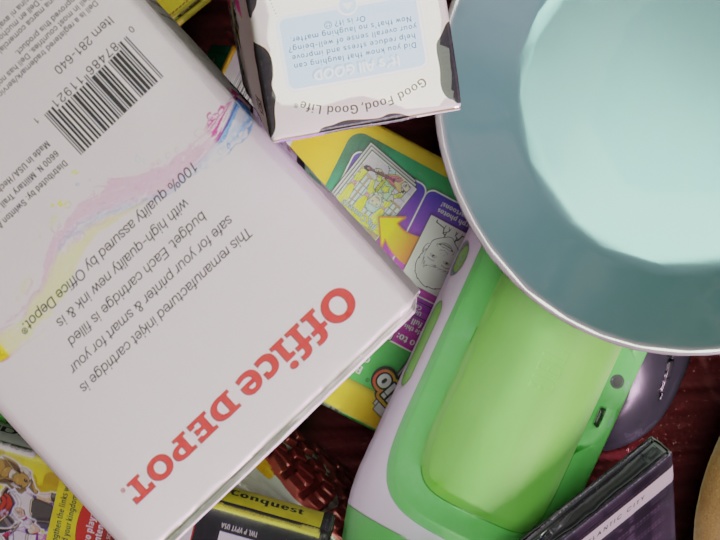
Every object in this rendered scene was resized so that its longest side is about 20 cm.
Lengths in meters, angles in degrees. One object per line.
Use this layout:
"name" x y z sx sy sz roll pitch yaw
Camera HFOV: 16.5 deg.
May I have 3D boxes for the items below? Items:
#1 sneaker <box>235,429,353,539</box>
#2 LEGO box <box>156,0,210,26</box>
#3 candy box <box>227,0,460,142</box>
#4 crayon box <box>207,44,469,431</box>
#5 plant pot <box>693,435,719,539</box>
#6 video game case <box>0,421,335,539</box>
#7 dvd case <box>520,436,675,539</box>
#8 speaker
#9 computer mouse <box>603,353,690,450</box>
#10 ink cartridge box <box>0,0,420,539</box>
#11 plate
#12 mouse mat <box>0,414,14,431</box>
"sneaker" -0.059 0.102 1.075 0.200 0.078 0.082 39 104 -9
"LEGO box" -0.077 -0.199 1.026 0.200 0.077 0.149 -39 102 1
"candy box" -0.023 -0.160 0.914 0.071 0.168 0.201 -11 101 -5
"crayon box" 0.000 0.000 1.077 0.199 0.058 0.119 28 89 -12
"plant pot" 0.244 0.106 1.115 0.199 0.027 0.201 -8 113 -19
"video game case" -0.120 0.170 1.040 0.180 0.026 0.201 15 108 1
"dvd case" 0.075 0.170 1.044 0.148 0.201 0.016 -36 56 -18
"speaker" 0.067 0.035 1.020 0.088 0.088 0.201 25 89 -11
"computer mouse" 0.144 0.001 1.074 0.058 0.034 0.201 -2 127 -39
"ink cartridge box" -0.093 -0.012 0.955 0.145 0.084 0.200 -43 88 4
"plate" 0.128 -0.067 0.969 0.199 0.026 0.202 0 85 1
"mouse mat" -0.159 0.091 1.038 0.198 0.008 0.162 4 108 5
